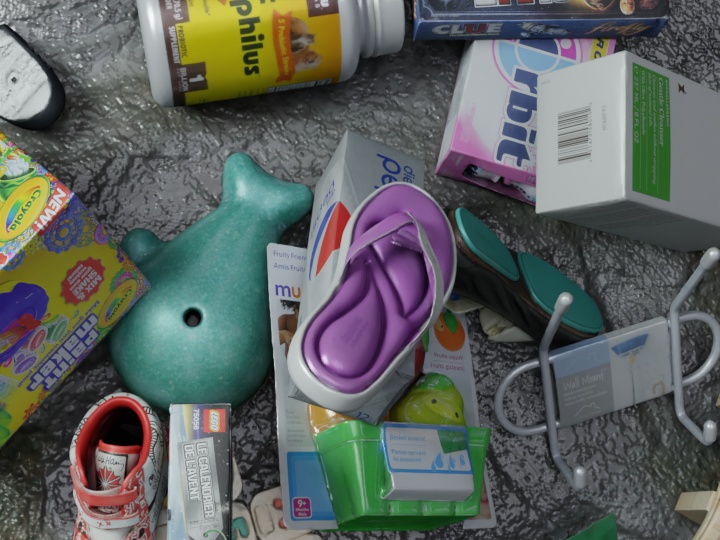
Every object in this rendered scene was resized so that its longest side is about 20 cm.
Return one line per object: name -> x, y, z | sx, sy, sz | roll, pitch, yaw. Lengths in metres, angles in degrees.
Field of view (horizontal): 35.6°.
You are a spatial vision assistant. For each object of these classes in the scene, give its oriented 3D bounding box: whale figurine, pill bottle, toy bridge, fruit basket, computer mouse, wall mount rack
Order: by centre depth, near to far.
fruit basket -> 0.020, 0.084, 0.809 | 0.183, 0.093, 0.204 | 9, 70, -34
whale figurine -> -0.104, 0.008, 0.820 | 0.157, 0.104, 0.202 | 28, 78, -1
wall mount rack -> 0.198, 0.066, 0.835 | 0.197, 0.075, 0.177 | -16, 116, -11
toy bridge -> 0.265, 0.182, 0.856 | 0.027, 0.067, 0.202 | 27, 76, -1
pill bottle -> -0.070, -0.193, 0.863 | 0.196, 0.109, 0.111 | -11, 80, -10
computer mouse -> -0.302, -0.183, 0.874 | 0.059, 0.034, 0.200 | -44, 82, 3

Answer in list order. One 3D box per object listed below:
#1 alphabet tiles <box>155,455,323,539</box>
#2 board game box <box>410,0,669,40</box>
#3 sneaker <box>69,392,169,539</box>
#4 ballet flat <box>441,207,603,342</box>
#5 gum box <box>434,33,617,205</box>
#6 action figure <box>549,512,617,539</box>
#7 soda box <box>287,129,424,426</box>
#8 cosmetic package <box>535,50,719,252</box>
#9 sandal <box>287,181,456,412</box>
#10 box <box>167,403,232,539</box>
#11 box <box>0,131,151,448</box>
alphabet tiles -> -0.113, 0.241, 0.819 | 0.192, 0.015, 0.203 | -16, 81, -11
board game box -> 0.135, -0.250, 0.873 | 0.196, 0.035, 0.138 | -3, 78, -7
sneaker -> -0.172, 0.184, 0.745 | 0.066, 0.108, 0.204 | 7, 61, 5
ballet flat -> 0.105, 0.013, 0.852 | 0.199, 0.068, 0.069 | 32, 35, -38
gum box -> 0.137, -0.154, 0.905 | 0.111, 0.066, 0.204 | 15, 77, -4
action figure -> 0.169, 0.297, 0.827 | 0.116, 0.055, 0.203 | -20, 89, -13
soda box -> 0.000, 0.000, 0.773 | 0.067, 0.064, 0.202 | 20, 47, -15
cosmetic package -> 0.223, -0.083, 0.845 | 0.198, 0.084, 0.110 | 8, 80, -41
sandal -> 0.021, 0.007, 0.698 | 0.082, 0.050, 0.204 | 31, 45, -5
box -> -0.103, 0.164, 0.726 | 0.039, 0.200, 0.140 | 0, 79, -7
box -> -0.285, 0.007, 0.749 | 0.192, 0.122, 0.200 | 34, 75, 30
